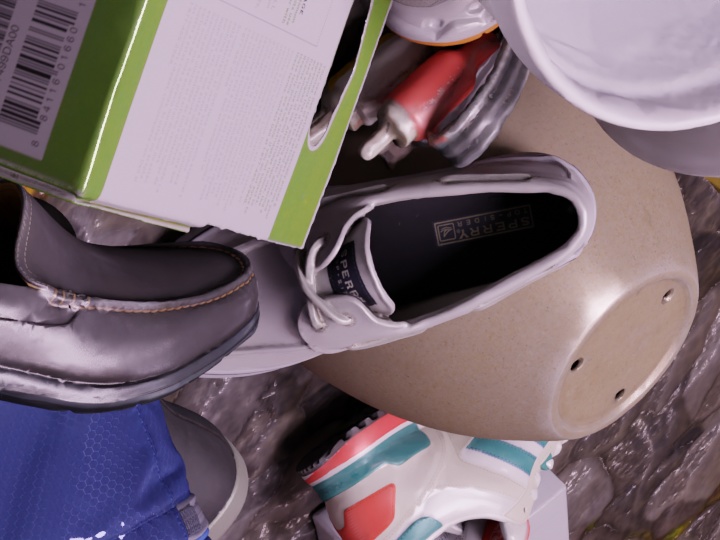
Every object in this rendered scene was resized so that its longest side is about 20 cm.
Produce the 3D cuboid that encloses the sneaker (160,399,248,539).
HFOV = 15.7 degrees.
[{"bbox_3d":[-0.146,0.125,1.101,0.200,0.075,0.106,-49,141,-6],"label":"sneaker"}]

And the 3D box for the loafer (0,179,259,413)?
[{"bbox_3d":[-0.113,0.006,0.863,0.199,0.073,0.073,-11,115,-42],"label":"loafer"}]

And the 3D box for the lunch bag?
[{"bbox_3d":[-0.154,0.113,0.951,0.199,0.133,0.136,-25,-177,-34],"label":"lunch bag"}]

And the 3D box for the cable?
[{"bbox_3d":[0.058,-0.114,1.074,0.050,0.097,0.200,44,81,-27],"label":"cable"}]

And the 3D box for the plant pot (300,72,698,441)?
[{"bbox_3d":[0.072,-0.002,1.167,0.200,0.134,0.201,-32,145,-26],"label":"plant pot"}]

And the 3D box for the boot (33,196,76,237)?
[{"bbox_3d":[-0.160,-0.041,0.883,0.200,0.077,0.139,-10,127,-49],"label":"boot"}]

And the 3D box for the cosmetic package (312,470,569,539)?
[{"bbox_3d":[0.049,0.173,1.386,0.113,0.081,0.200,-36,149,-17],"label":"cosmetic package"}]

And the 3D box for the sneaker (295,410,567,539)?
[{"bbox_3d":[0.067,0.091,1.285,0.199,0.094,0.070,-25,175,-31],"label":"sneaker"}]

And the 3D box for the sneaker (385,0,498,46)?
[{"bbox_3d":[0.075,-0.181,1.031,0.200,0.076,0.092,-46,146,-7],"label":"sneaker"}]

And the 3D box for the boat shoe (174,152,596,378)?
[{"bbox_3d":[0.000,0.000,1.059,0.199,0.072,0.066,-11,-175,3],"label":"boat shoe"}]

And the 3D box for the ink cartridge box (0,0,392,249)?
[{"bbox_3d":[-0.061,-0.092,0.913,0.200,0.075,0.149,15,95,-70],"label":"ink cartridge box"}]

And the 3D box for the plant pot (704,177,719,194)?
[{"bbox_3d":[0.218,-0.104,1.201,0.201,0.201,0.189,-44,164,-9],"label":"plant pot"}]

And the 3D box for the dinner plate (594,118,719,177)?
[{"bbox_3d":[0.169,-0.128,1.049,0.200,0.200,0.024,-48,133,-2],"label":"dinner plate"}]

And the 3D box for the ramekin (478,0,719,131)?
[{"bbox_3d":[0.111,-0.164,0.955,0.199,0.105,0.201,-17,128,-24],"label":"ramekin"}]
